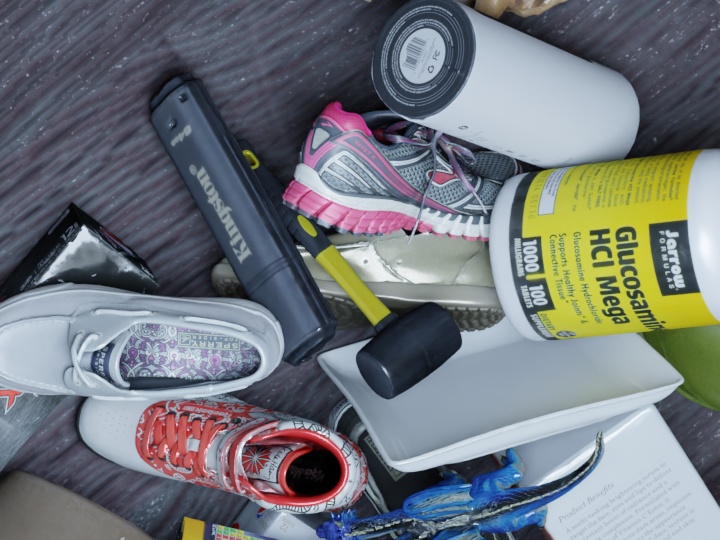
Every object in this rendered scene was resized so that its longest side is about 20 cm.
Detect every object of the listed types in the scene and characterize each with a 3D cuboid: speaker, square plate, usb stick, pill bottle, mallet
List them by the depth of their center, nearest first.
[{"bbox_3d":[0.193,-0.018,1.620,0.200,0.112,0.113,-7,111,27],"label":"pill bottle"},{"bbox_3d":[-0.076,-0.033,1.622,0.033,0.055,0.200,-22,77,-35],"label":"usb stick"},{"bbox_3d":[0.097,-0.114,1.624,0.200,0.081,0.081,15,103,-51],"label":"speaker"},{"bbox_3d":[-0.026,0.000,1.627,0.200,0.041,0.066,42,65,9],"label":"mallet"},{"bbox_3d":[0.088,0.073,1.659,0.198,0.200,0.029,-15,112,-10],"label":"square plate"}]

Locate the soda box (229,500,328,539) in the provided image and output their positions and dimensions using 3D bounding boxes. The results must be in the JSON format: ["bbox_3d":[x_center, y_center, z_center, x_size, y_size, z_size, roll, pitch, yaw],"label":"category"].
[{"bbox_3d":[-0.003,0.231,1.753,0.200,0.064,0.068,35,94,-21],"label":"soda box"}]

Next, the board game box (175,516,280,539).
[{"bbox_3d":[-0.065,0.270,1.700,0.165,0.057,0.200,14,126,-8],"label":"board game box"}]

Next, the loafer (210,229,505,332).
[{"bbox_3d":[0.000,0.000,1.688,0.199,0.076,0.068,5,67,-6],"label":"loafer"}]

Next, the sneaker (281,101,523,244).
[{"bbox_3d":[0.041,-0.064,1.637,0.200,0.081,0.075,-1,115,-49],"label":"sneaker"}]

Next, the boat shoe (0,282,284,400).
[{"bbox_3d":[-0.149,0.052,1.577,0.199,0.069,0.072,6,101,3],"label":"boat shoe"}]

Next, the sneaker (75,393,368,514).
[{"bbox_3d":[-0.093,0.111,1.647,0.201,0.108,0.067,15,87,3],"label":"sneaker"}]

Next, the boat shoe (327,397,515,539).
[{"bbox_3d":[0.049,0.171,1.749,0.071,0.064,0.200,-42,111,0],"label":"boat shoe"}]

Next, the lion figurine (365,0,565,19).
[{"bbox_3d":[0.060,-0.217,1.636,0.200,0.073,0.123,27,111,-27],"label":"lion figurine"}]

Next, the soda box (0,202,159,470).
[{"bbox_3d":[-0.223,0.057,1.648,0.071,0.063,0.200,40,93,-21],"label":"soda box"}]

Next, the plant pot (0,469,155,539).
[{"bbox_3d":[-0.221,0.230,1.649,0.200,0.200,0.175,31,77,-20],"label":"plant pot"}]

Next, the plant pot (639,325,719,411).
[{"bbox_3d":[0.309,0.031,1.708,0.200,0.193,0.201,-4,106,-14],"label":"plant pot"}]

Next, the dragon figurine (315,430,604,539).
[{"bbox_3d":[0.065,0.157,1.602,0.099,0.200,0.059,-26,98,-51],"label":"dragon figurine"}]

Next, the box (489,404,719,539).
[{"bbox_3d":[0.183,0.171,1.735,0.106,0.152,0.200,-35,110,-1],"label":"box"}]
